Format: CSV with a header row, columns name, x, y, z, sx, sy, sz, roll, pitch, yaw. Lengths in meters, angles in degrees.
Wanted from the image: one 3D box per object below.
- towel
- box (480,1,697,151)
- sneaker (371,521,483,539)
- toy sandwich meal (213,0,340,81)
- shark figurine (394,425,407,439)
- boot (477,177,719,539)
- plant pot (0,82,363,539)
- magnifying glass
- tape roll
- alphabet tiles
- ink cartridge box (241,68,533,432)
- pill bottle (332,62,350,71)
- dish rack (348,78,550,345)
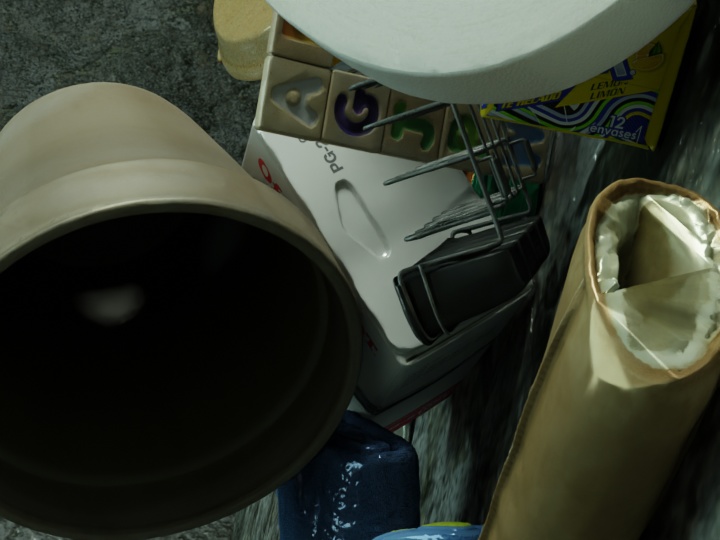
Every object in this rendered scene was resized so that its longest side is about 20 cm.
name,x,y,z,sx,sy,sz,roll,pitch,yaw
towel,-0.008,0.176,0.841,0.112,0.048,0.201,-168,76,-65
box,0.086,-0.128,0.694,0.200,0.070,0.064,-87,9,-59
sneaker,0.017,0.178,0.719,0.200,0.071,0.083,-58,32,35
toy sandwich meal,-0.006,-0.166,0.879,0.205,0.070,0.205,-40,32,32
shark figurine,-0.013,0.110,1.144,0.128,0.089,0.215,-97,21,-78
boot,0.060,0.097,0.518,0.175,0.066,0.200,-86,11,-53
plant pot,-0.115,0.000,0.816,0.174,0.200,0.200,-113,31,-50
magnifying glass,0.071,-0.045,0.932,0.200,0.022,0.080,-101,24,-78
tape roll,0.046,-0.158,0.585,0.037,0.202,0.203,25,-106,-59
alphabet tiles,0.037,-0.151,0.787,0.008,0.167,0.201,11,93,56
ink cartridge box,0.000,0.000,0.893,0.145,0.084,0.200,58,162,12
pill bottle,0.028,-0.144,1.033,0.113,0.113,0.200,107,-179,-46
dish rack,0.028,-0.079,0.707,0.153,0.054,0.200,-34,-74,-78
